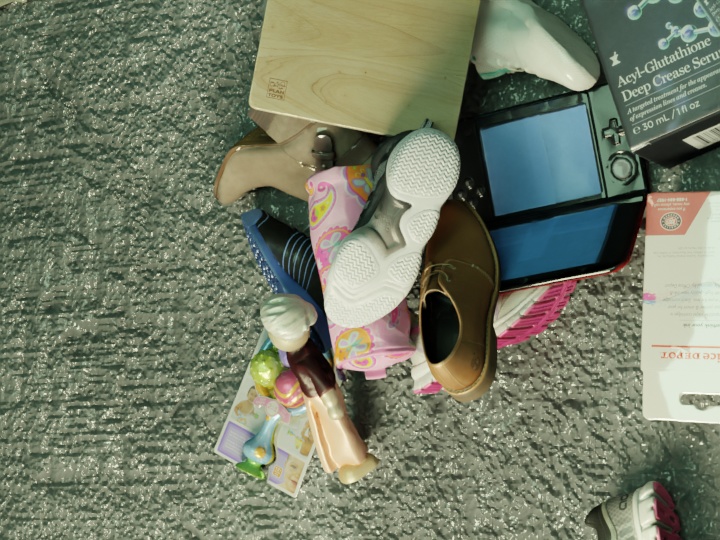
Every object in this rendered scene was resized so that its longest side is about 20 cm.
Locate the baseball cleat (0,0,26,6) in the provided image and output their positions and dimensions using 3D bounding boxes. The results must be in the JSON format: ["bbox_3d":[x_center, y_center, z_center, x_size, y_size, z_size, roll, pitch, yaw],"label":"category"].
[{"bbox_3d":[-0.463,-0.354,1.896,0.198,0.070,0.108,-13,71,19],"label":"baseball cleat"}]

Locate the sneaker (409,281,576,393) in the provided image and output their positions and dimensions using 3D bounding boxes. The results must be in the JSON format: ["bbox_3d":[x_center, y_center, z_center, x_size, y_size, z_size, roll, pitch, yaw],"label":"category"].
[{"bbox_3d":[0.114,0.035,1.500,0.199,0.081,0.089,-34,71,22],"label":"sneaker"}]

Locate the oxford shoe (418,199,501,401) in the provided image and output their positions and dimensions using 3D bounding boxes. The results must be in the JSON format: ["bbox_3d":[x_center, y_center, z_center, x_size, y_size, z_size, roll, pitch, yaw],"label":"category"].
[{"bbox_3d":[0.082,0.012,1.406,0.071,0.071,0.202,-22,51,26],"label":"oxford shoe"}]

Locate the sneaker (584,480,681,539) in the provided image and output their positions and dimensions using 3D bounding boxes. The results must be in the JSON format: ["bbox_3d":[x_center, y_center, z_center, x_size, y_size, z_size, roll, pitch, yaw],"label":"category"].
[{"bbox_3d":[0.244,0.293,1.404,0.087,0.073,0.203,-13,77,32],"label":"sneaker"}]

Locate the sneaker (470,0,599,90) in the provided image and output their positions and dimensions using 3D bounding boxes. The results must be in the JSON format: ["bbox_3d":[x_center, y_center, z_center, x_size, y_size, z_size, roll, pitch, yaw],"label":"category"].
[{"bbox_3d":[0.149,-0.215,1.518,0.200,0.075,0.089,48,114,37],"label":"sneaker"}]

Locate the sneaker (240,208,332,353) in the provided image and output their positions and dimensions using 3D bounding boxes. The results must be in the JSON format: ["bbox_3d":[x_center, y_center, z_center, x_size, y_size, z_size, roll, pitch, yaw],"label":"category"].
[{"bbox_3d":[-0.052,-0.001,1.615,0.077,0.071,0.201,-28,54,-13],"label":"sneaker"}]

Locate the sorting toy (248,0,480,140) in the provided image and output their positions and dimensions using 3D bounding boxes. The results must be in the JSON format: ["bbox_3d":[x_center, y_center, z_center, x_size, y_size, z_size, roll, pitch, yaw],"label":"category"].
[{"bbox_3d":[0.009,-0.234,1.508,0.197,0.070,0.202,11,92,0],"label":"sorting toy"}]

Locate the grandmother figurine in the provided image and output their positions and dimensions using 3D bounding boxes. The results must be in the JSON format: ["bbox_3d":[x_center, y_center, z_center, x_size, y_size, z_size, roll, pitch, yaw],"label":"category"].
[{"bbox_3d":[-0.043,0.110,1.524,0.060,0.202,0.121,-31,24,-15],"label":"grandmother figurine"}]

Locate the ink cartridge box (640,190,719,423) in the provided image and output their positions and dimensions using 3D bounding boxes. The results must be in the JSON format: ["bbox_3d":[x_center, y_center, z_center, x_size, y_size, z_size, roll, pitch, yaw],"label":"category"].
[{"bbox_3d":[0.314,0.034,1.392,0.115,0.067,0.203,0,83,30],"label":"ink cartridge box"}]

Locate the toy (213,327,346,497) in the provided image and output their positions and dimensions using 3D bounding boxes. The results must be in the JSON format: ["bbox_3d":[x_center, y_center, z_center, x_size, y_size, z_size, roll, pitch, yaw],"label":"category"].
[{"bbox_3d":[-0.082,0.119,1.624,0.114,0.047,0.202,24,97,29],"label":"toy"}]

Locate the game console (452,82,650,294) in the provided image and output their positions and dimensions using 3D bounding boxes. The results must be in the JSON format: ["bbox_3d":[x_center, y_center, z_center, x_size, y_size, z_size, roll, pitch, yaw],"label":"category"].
[{"bbox_3d":[0.157,-0.073,1.461,0.198,0.118,0.175,-11,89,28],"label":"game console"}]

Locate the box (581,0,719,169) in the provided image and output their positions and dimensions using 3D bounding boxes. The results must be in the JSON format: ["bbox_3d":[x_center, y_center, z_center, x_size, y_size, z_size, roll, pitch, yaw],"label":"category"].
[{"bbox_3d":[0.294,-0.217,1.408,0.147,0.107,0.202,-24,73,26],"label":"box"}]

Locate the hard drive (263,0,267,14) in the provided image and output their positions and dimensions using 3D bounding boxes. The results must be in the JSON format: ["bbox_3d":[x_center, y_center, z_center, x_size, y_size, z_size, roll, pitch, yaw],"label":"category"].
[{"bbox_3d":[-0.048,-0.261,1.632,0.139,0.033,0.203,-12,77,49],"label":"hard drive"}]

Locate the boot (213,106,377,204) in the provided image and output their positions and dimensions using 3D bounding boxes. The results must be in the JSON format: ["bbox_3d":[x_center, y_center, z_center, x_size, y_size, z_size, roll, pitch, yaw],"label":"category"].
[{"bbox_3d":[-0.064,-0.099,1.621,0.145,0.070,0.201,35,140,4],"label":"boot"}]

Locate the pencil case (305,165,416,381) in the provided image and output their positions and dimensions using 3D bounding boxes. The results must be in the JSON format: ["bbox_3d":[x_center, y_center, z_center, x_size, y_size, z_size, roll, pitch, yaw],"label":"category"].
[{"bbox_3d":[0.000,0.000,1.513,0.087,0.087,0.203,-18,76,27],"label":"pencil case"}]

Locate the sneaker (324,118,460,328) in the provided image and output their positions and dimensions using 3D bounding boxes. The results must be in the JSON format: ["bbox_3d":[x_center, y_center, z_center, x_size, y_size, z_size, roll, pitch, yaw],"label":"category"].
[{"bbox_3d":[0.027,-0.046,1.450,0.075,0.114,0.202,26,105,-10],"label":"sneaker"}]
